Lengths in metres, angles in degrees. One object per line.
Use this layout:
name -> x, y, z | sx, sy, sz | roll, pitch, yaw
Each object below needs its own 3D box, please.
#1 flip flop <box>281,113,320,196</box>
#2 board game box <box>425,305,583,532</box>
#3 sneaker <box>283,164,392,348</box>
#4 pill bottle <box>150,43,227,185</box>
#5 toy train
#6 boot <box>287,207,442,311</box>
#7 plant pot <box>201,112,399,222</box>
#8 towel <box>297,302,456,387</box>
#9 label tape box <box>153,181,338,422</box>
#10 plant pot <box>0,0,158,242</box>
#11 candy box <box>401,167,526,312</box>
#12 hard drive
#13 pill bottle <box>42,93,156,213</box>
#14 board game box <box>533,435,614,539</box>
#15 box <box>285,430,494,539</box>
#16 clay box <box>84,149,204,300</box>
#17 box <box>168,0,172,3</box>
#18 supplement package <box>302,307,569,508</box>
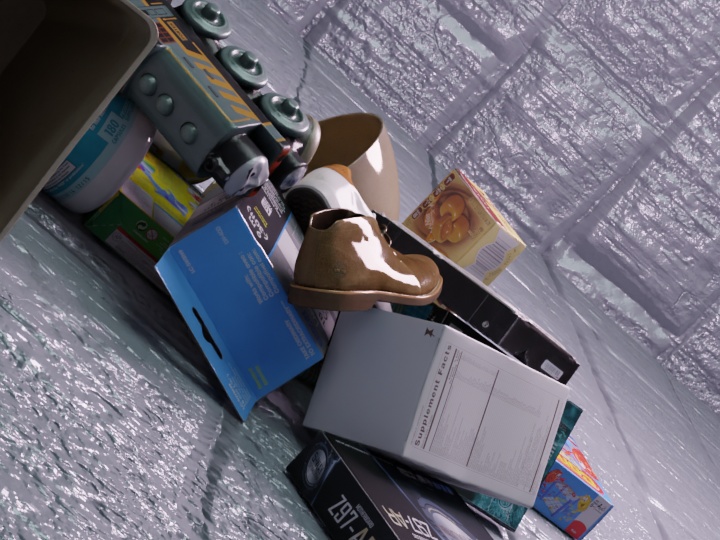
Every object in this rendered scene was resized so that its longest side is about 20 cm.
flip flop -> -0.070, -0.093, 1.516 | 0.057, 0.081, 0.200 | 21, -15, -19
board game box -> 0.105, 0.139, 1.557 | 0.200, 0.136, 0.028 | 36, -9, -34
sneaker -> 0.000, 0.000, 1.495 | 0.085, 0.073, 0.201 | -45, 125, -51
pill bottle -> -0.157, -0.149, 1.585 | 0.111, 0.111, 0.200 | 43, -13, -4
toy train -> -0.127, -0.138, 1.343 | 0.200, 0.085, 0.114 | 51, 33, 14
boot -> 0.013, -0.011, 1.379 | 0.073, 0.076, 0.200 | 9, 6, 29
plant pot -> -0.042, -0.046, 1.651 | 0.200, 0.200, 0.135 | -109, 173, -68
towel -> 0.010, 0.063, 1.565 | 0.200, 0.022, 0.147 | 35, 57, -36
label tape box -> -0.084, 0.013, 1.366 | 0.144, 0.063, 0.200 | 61, 14, -14
plant pot -> -0.289, -0.157, 1.161 | 0.200, 0.200, 0.177 | 38, 0, -24
candy box -> 0.063, 0.006, 1.727 | 0.055, 0.200, 0.116 | 37, 12, -35
hard drive -> 0.098, 0.026, 1.557 | 0.200, 0.038, 0.140 | 37, 0, 38
pill bottle -> -0.266, -0.142, 1.346 | 0.200, 0.111, 0.111 | 38, 12, -25
board game box -> 0.160, 0.171, 1.832 | 0.200, 0.056, 0.196 | 38, 12, -26
box -> 0.049, 0.213, 1.306 | 0.200, 0.044, 0.160 | 30, 16, -50
clay box -> -0.181, -0.052, 1.473 | 0.115, 0.048, 0.200 | 42, 10, -20
box -> -0.255, -0.239, 1.452 | 0.149, 0.200, 0.124 | 44, 55, 4
supplement package -> 0.066, 0.112, 1.410 | 0.109, 0.114, 0.200 | 13, -10, 40
